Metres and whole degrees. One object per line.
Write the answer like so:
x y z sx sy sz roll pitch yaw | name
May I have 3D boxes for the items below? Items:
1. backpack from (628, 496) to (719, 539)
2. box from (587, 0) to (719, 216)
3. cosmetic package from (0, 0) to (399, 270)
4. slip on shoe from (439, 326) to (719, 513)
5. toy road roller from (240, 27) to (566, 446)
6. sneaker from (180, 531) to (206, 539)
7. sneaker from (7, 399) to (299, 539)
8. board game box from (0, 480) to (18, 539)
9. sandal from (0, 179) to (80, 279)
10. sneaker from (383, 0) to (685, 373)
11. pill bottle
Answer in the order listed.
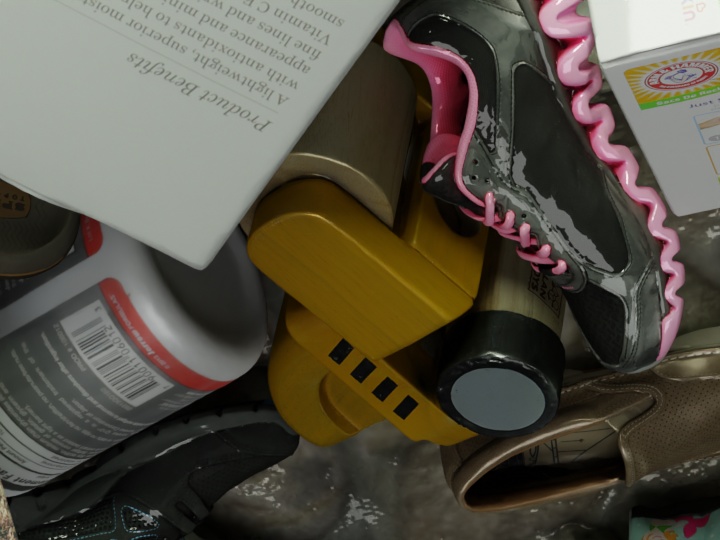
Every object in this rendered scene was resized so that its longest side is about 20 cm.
0.180 0.230 1.232 0.150 0.201 0.178 -19 127 17 | backpack
0.148 -0.109 0.952 0.101 0.113 0.200 -12 163 12 | box
-0.078 -0.146 0.952 0.164 0.166 0.200 27 125 -19 | cosmetic package
0.136 0.078 1.197 0.198 0.061 0.076 -7 129 8 | slip on shoe
0.000 0.000 1.103 0.145 0.123 0.200 -27 125 35 | toy road roller
-0.041 0.180 1.293 0.086 0.078 0.200 -33 129 12 | sneaker
-0.114 0.127 1.207 0.199 0.073 0.082 -25 84 0 | sneaker
-0.253 0.061 1.023 0.158 0.201 0.097 -13 171 -28 | board game box
-0.204 -0.038 0.989 0.199 0.082 0.055 11 160 -24 | sandal
0.070 -0.040 1.044 0.095 0.079 0.201 -28 101 -23 | sneaker
-0.152 0.036 1.138 0.199 0.116 0.116 -28 124 24 | pill bottle
